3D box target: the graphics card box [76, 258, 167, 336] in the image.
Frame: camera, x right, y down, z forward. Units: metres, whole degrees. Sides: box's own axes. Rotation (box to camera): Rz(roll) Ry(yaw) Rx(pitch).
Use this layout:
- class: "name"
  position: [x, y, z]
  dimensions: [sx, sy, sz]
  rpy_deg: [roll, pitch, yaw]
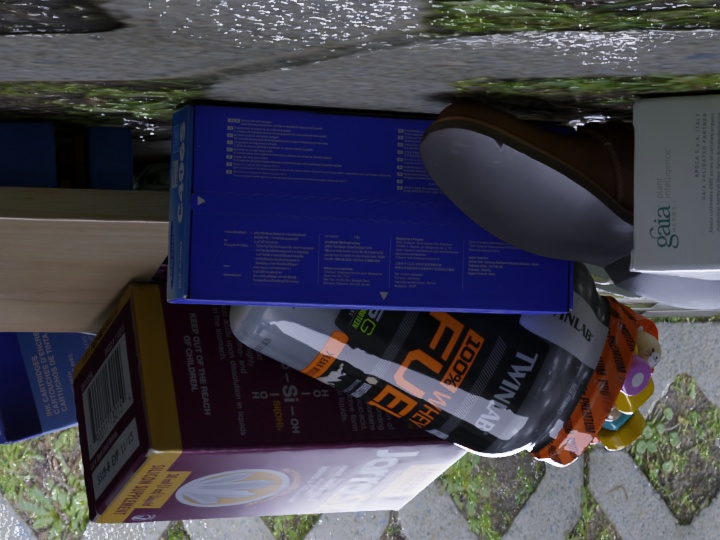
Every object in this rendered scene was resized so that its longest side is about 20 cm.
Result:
- class: "graphics card box"
  position: [-0.170, -0.005, 1.334]
  dimensions: [0.199, 0.051, 0.126]
  rpy_deg: [10, -159, -16]

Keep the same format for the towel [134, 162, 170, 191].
- class: "towel"
  position: [-0.042, -0.048, 1.371]
  dimensions: [0.199, 0.024, 0.153]
  rpy_deg: [2, 178, -9]

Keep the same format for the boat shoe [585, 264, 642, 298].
- class: "boat shoe"
  position: [0.174, -0.021, 1.504]
  dimensions: [0.071, 0.070, 0.200]
  rpy_deg: [-21, -169, -39]

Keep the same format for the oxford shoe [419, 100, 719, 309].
- class: "oxford shoe"
  position: [0.109, -0.045, 1.041]
  dimensions: [0.199, 0.072, 0.071]
  rpy_deg: [23, 154, -34]

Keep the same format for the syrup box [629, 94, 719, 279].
- class: "syrup box"
  position: [0.222, -0.037, 0.946]
  dimensions: [0.199, 0.079, 0.081]
  rpy_deg: [-1, 177, 34]

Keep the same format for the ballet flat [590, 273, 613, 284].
- class: "ballet flat"
  position: [0.164, -0.026, 1.292]
  dimensions: [0.199, 0.067, 0.067]
  rpy_deg: [-1, -178, 35]

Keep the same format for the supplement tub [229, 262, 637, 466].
- class: "supplement tub"
  position: [0.040, 0.022, 1.156]
  dimensions: [0.199, 0.123, 0.123]
  rpy_deg: [25, 173, -9]

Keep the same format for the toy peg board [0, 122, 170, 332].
- class: "toy peg board"
  position: [-0.213, -0.041, 1.161]
  dimensions: [0.199, 0.098, 0.199]
  rpy_deg: [1, 162, -18]

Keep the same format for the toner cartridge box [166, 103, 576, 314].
- class: "toner cartridge box"
  position: [0.006, -0.028, 1.060]
  dimensions: [0.199, 0.096, 0.043]
  rpy_deg: [3, 176, -17]

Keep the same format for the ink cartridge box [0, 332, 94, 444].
- class: "ink cartridge box"
  position: [-0.200, 0.035, 1.452]
  dimensions: [0.199, 0.137, 0.076]
  rpy_deg: [-16, -179, -20]

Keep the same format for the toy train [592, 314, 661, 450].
- class: "toy train"
  position: [0.126, 0.027, 1.295]
  dimensions: [0.150, 0.056, 0.200]
  rpy_deg: [44, 166, 22]

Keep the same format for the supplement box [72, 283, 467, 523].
- class: "supplement box"
  position: [-0.052, 0.077, 1.241]
  dimensions: [0.199, 0.104, 0.131]
  rpy_deg: [-1, 155, -23]
